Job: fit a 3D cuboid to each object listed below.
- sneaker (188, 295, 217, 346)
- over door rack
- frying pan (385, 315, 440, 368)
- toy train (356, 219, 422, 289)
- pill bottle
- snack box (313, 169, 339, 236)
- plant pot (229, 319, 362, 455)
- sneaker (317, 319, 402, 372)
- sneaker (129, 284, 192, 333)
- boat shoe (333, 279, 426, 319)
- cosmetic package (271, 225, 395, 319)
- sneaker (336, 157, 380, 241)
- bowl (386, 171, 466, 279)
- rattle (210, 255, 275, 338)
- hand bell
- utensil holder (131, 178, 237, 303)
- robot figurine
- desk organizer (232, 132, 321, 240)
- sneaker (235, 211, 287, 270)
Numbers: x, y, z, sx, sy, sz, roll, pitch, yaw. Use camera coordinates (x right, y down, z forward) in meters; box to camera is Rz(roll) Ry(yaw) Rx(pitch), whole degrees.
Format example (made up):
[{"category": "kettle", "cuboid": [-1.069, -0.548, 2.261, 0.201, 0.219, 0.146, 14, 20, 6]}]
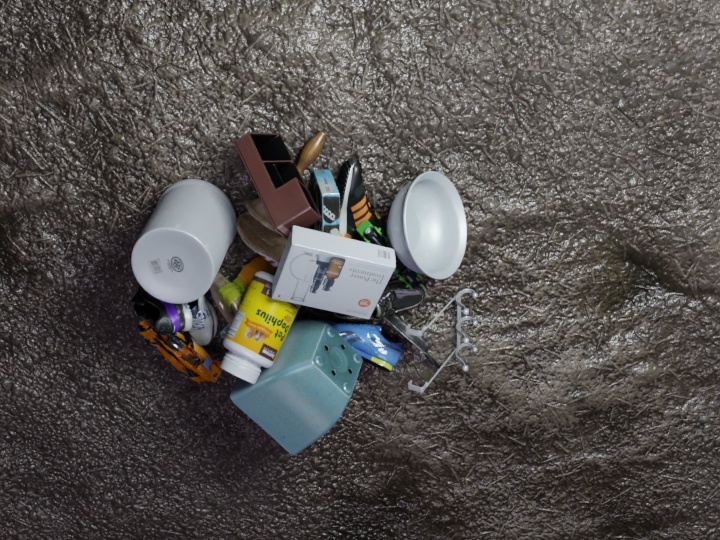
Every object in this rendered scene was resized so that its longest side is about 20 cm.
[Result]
[{"category": "sneaker", "cuboid": [-0.352, 0.080, 1.722, 0.075, 0.086, 0.203, -5, 119, 7]}, {"category": "over door rack", "cuboid": [0.176, 0.145, 1.670, 0.066, 0.199, 0.150, 21, 127, 38]}, {"category": "frying pan", "cuboid": [0.125, 0.155, 1.724, 0.189, 0.115, 0.031, 41, 90, -18]}, {"category": "toy train", "cuboid": [0.058, -0.031, 1.620, 0.042, 0.056, 0.200, -44, 133, 2]}, {"category": "pill bottle", "cuboid": [-0.197, 0.113, 1.612, 0.108, 0.109, 0.203, 26, 82, -11]}, {"category": "snack box", "cuboid": [-0.066, -0.079, 1.597, 0.036, 0.117, 0.203, -5, 119, -10]}, {"category": "plant pot", "cuboid": [-0.108, 0.218, 1.694, 0.199, 0.197, 0.196, -31, 114, 34]}, {"category": "sneaker", "cuboid": [-0.005, 0.140, 1.755, 0.197, 0.066, 0.079, 26, 79, 2]}, {"category": "sneaker", "cuboid": [-0.419, 0.045, 1.648, 0.098, 0.201, 0.070, -14, 144, -38]}, {"category": "boat shoe", "cuboid": [0.038, 0.070, 1.702, 0.197, 0.066, 0.073, -7, 118, 7]}, {"category": "cosmetic package", "cuboid": [-0.052, 0.007, 1.528, 0.196, 0.052, 0.152, 12, 136, -14]}, {"category": "sneaker", "cuboid": [-0.002, -0.124, 1.606, 0.088, 0.070, 0.203, 0, 120, -13]}, {"category": "bowl", "cuboid": [0.112, -0.082, 1.567, 0.089, 0.202, 0.203, -4, 124, 41]}, {"category": "rattle", "cuboid": [-0.236, 0.071, 1.742, 0.129, 0.143, 0.202, 18, 141, 30]}, {"category": "hand bell", "cuboid": [-0.124, -0.178, 1.579, 0.103, 0.104, 0.201, 33, 104, -14]}, {"category": "utensil holder", "cuboid": [-0.333, -0.056, 1.581, 0.166, 0.201, 0.173, 1, 119, 2]}, {"category": "robot figurine", "cuboid": [-0.389, 0.163, 1.763, 0.200, 0.059, 0.144, 46, 151, -19]}, {"category": "desk organizer", "cuboid": [-0.152, -0.166, 1.515, 0.076, 0.072, 0.202, -29, 71, 7]}, {"category": "sneaker", "cuboid": [-0.165, -0.034, 1.656, 0.199, 0.113, 0.071, 37, 74, 16]}]
